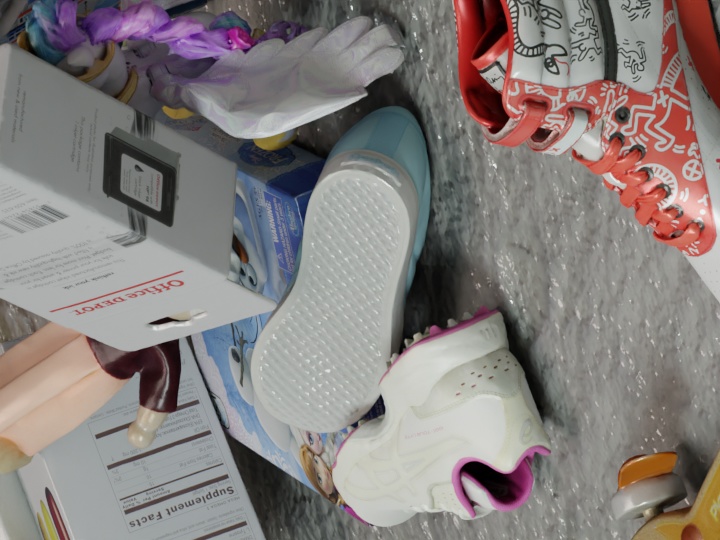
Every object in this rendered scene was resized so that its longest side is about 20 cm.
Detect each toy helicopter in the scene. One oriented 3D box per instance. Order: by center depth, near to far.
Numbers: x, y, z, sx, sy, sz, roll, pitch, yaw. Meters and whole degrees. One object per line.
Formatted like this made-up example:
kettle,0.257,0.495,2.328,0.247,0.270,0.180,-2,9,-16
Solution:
toy helicopter,0.155,0.112,1.325,0.132,0.079,0.201,60,146,40

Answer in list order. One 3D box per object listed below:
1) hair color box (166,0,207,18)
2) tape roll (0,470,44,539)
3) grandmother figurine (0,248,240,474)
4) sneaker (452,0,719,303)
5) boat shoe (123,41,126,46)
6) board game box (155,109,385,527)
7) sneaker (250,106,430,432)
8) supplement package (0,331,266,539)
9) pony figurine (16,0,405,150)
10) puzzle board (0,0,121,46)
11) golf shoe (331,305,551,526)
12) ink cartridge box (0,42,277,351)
hair color box,-0.158,-0.233,1.685,0.100,0.060,0.201,5,114,64
tape roll,-0.174,0.156,1.904,0.037,0.203,0.203,-31,80,31
grandmother figurine,-0.141,0.041,1.679,0.200,0.061,0.122,-37,81,29
sneaker,0.104,-0.053,1.219,0.067,0.108,0.202,-8,103,66
boat shoe,-0.206,-0.198,1.810,0.200,0.068,0.072,51,150,32
board game box,-0.046,0.020,1.684,0.199,0.043,0.201,28,135,58
sneaker,0.000,0.000,1.539,0.074,0.082,0.200,25,134,3
supplement package,-0.136,0.133,1.797,0.114,0.109,0.201,120,130,-69
pony figurine,-0.087,-0.107,1.522,0.167,0.193,0.200,60,176,20
puzzle board,-0.140,-0.180,1.528,0.017,0.200,0.151,34,143,29
golf shoe,0.041,0.099,1.533,0.092,0.075,0.200,57,155,17
ink cartridge box,-0.143,-0.031,1.469,0.116,0.200,0.067,-16,60,37
